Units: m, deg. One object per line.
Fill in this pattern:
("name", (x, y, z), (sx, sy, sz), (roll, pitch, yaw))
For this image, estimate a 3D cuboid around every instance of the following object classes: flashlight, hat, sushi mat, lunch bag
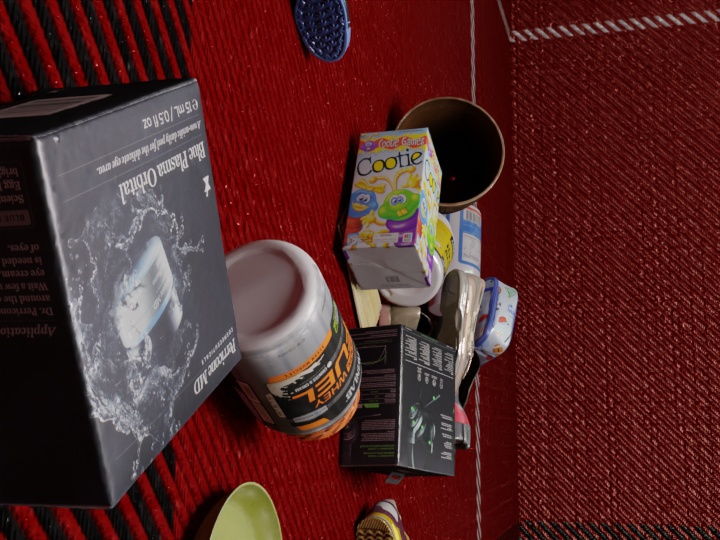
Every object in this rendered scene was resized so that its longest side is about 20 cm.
("flashlight", (0.140, 0.178, 1.502), (0.068, 0.067, 0.201), (127, -29, -58))
("hat", (0.121, 0.192, 1.634), (0.201, 0.081, 0.201), (-59, -167, 23))
("sushi mat", (0.000, 0.000, 1.373), (0.096, 0.012, 0.201), (-68, 151, -55))
("lunch bag", (0.213, 0.102, 1.847), (0.075, 0.200, 0.161), (25, 61, -23))

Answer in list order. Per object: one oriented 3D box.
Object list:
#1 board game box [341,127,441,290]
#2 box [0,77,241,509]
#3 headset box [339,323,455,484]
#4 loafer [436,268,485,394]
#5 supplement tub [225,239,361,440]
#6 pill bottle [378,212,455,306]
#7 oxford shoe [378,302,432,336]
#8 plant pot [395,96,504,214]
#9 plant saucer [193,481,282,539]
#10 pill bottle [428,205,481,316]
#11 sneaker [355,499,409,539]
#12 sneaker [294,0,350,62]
("board game box", (0.047, -0.086, 1.339), (0.103, 0.104, 0.201), (65, 27, -52))
("box", (-0.168, 0.002, 0.570), (0.197, 0.116, 0.202), (-54, 140, -66))
("headset box", (0.056, 0.192, 1.331), (0.174, 0.092, 0.202), (25, 62, -56))
("loafer", (0.152, 0.101, 1.450), (0.072, 0.062, 0.202), (-5, -105, 62))
("supplement tub", (-0.070, 0.074, 0.906), (0.200, 0.122, 0.123), (67, 26, -53))
("pill bottle", (0.090, -0.029, 1.525), (0.200, 0.110, 0.112), (-58, 143, -65))
("oxford shoe", (0.083, 0.110, 1.544), (0.200, 0.073, 0.071), (57, 31, -63))
("plant pot", (0.142, -0.171, 1.661), (0.200, 0.185, 0.188), (90, 2, -76))
("plant saucer", (-0.117, 0.295, 0.874), (0.200, 0.031, 0.202), (-1, 90, -75))
("pill bottle", (0.171, -0.019, 1.819), (0.112, 0.111, 0.201), (56, 36, -62))
("sneaker", (0.044, 0.426, 1.363), (0.090, 0.074, 0.202), (-32, 119, -67))
("sneaker", (-0.047, -0.354, 1.146), (0.078, 0.070, 0.201), (-63, 147, -48))
